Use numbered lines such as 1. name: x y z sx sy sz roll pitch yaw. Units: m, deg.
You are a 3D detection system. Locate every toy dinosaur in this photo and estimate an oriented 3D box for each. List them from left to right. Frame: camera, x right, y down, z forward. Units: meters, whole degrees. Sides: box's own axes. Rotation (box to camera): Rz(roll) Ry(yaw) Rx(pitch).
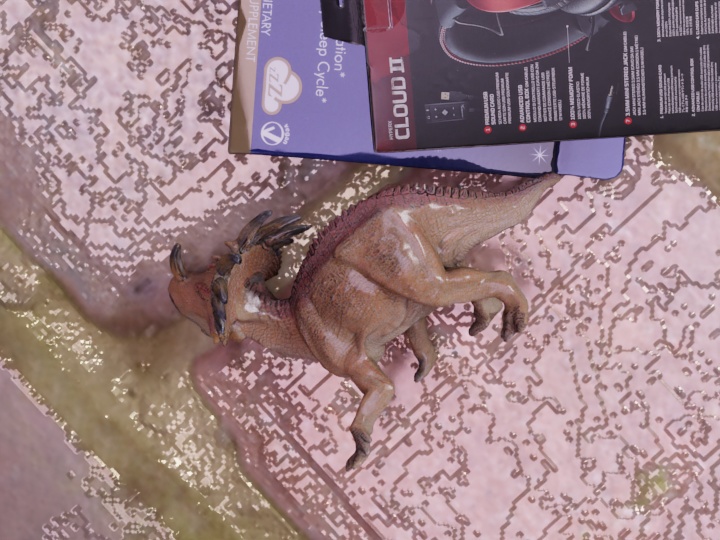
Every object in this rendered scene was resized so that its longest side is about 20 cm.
1. toy dinosaur: 0.000 0.000 1.103 0.200 0.086 0.136 -40 99 16

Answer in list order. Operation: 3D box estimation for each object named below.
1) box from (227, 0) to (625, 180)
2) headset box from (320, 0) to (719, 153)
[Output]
1. box: 0.037 -0.111 1.124 0.199 0.032 0.122 5 97 4
2. headset box: 0.079 -0.139 1.048 0.199 0.075 0.149 -4 110 5
